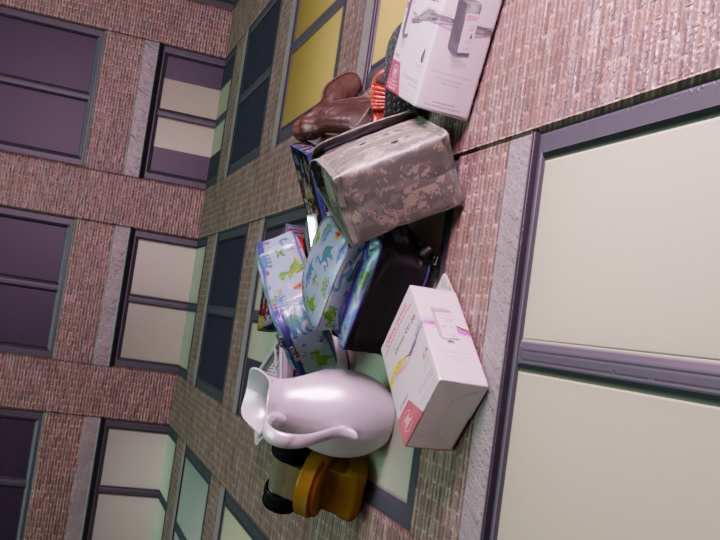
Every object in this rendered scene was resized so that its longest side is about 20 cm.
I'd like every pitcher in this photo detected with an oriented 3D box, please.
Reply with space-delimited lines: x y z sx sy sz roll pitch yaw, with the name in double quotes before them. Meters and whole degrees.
"pitcher" -0.051 0.204 1.243 0.172 0.198 0.123 -127 50 -64

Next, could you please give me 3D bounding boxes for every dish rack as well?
"dish rack" -0.168 0.245 1.812 0.200 0.043 0.174 127 146 -54

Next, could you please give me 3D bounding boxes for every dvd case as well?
"dvd case" -0.085 0.008 1.611 0.200 0.022 0.148 112 152 -68

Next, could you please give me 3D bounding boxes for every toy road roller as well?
"toy road roller" -0.048 0.292 1.360 0.200 0.145 0.124 -35 -39 -62

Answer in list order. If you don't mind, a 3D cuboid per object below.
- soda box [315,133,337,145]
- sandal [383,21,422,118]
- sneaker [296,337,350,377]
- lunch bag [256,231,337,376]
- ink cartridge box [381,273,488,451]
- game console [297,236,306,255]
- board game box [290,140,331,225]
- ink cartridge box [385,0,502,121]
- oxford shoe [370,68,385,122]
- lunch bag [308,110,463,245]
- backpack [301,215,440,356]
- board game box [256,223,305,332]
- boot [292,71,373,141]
"soda box" -0.026 -0.192 1.562 0.200 0.068 0.064 -136 56 -68
"sandal" 0.071 -0.273 1.328 0.048 0.075 0.203 -27 -49 -62
"sneaker" -0.074 0.188 1.478 0.075 0.098 0.203 -158 79 -73
"lunch bag" -0.100 0.056 1.421 0.161 0.082 0.201 73 177 -52
"ink cartridge box" 0.081 0.103 1.108 0.201 0.067 0.117 -104 29 -49
"game console" -0.109 0.055 1.630 0.177 0.031 0.202 107 157 -67
"board game box" -0.072 -0.119 1.586 0.135 0.034 0.202 -139 34 -69
"ink cartridge box" 0.112 -0.318 1.197 0.146 0.084 0.202 -126 50 -64
"oxford shoe" 0.046 -0.203 1.395 0.073 0.070 0.203 -9 -73 -80
"lunch bag" 0.025 -0.135 1.209 0.200 0.162 0.119 -127 18 -65
"backpack" 0.000 0.000 1.278 0.200 0.145 0.185 -113 40 -64
"board game box" -0.149 0.017 1.836 0.200 0.061 0.203 156 122 -68
"boot" -0.004 -0.287 1.548 0.199 0.064 0.187 0 46 53
